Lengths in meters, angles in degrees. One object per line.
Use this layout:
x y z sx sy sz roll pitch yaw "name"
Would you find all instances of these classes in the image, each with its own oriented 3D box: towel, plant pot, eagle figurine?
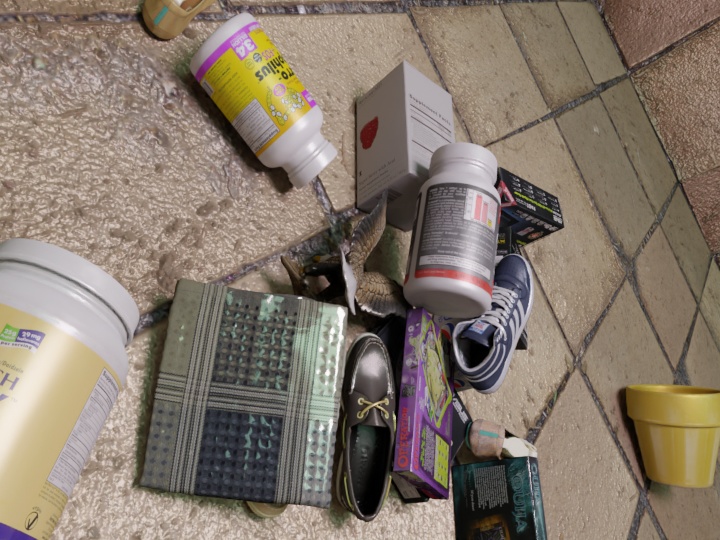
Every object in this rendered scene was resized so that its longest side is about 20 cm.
-0.107 0.119 0.564 0.185 0.035 0.208 10 73 -12 "towel"
0.683 0.354 1.217 0.196 0.197 0.197 5 84 -43 "plant pot"
-0.004 -0.004 0.712 0.195 0.154 0.152 -20 58 -32 "eagle figurine"

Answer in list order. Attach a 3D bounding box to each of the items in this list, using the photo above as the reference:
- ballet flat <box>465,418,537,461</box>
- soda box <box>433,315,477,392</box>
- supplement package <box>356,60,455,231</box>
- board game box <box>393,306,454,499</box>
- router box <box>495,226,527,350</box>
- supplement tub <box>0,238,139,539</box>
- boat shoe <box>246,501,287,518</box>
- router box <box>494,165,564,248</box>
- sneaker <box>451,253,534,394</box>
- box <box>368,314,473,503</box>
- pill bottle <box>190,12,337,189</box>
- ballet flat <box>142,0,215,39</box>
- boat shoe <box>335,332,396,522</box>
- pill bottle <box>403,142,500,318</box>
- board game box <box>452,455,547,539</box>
0.223 0.272 0.834 0.199 0.065 0.070 36 57 -47 "ballet flat"
0.158 0.081 0.888 0.067 0.062 0.206 32 51 -32 "soda box"
0.071 -0.191 0.883 0.117 0.120 0.207 20 58 -37 "supplement package"
0.085 0.167 0.711 0.121 0.031 0.206 53 38 -47 "board game box"
0.242 0.037 0.931 0.200 0.049 0.155 40 51 -60 "router box"
-0.257 0.097 0.401 0.144 0.143 0.205 35 50 -27 "supplement tub"
-0.088 0.153 0.605 0.071 0.064 0.207 20 58 -37 "boat shoe"
0.245 -0.095 0.994 0.196 0.148 0.064 14 61 -40 "router box"
0.183 0.060 0.771 0.108 0.068 0.206 36 69 -54 "sneaker"
0.061 0.176 0.762 0.159 0.043 0.204 -37 99 -47 "box"
-0.116 -0.207 0.715 0.202 0.103 0.105 51 44 -15 "pill bottle"
-0.211 -0.372 0.723 0.068 0.062 0.205 35 50 -28 "ballet flat"
0.011 0.178 0.652 0.069 0.060 0.210 5 84 -17 "boat shoe"
0.124 -0.053 0.733 0.114 0.114 0.207 25 67 -34 "pill bottle"
0.183 0.358 0.735 0.028 0.133 0.207 20 59 -36 "board game box"
